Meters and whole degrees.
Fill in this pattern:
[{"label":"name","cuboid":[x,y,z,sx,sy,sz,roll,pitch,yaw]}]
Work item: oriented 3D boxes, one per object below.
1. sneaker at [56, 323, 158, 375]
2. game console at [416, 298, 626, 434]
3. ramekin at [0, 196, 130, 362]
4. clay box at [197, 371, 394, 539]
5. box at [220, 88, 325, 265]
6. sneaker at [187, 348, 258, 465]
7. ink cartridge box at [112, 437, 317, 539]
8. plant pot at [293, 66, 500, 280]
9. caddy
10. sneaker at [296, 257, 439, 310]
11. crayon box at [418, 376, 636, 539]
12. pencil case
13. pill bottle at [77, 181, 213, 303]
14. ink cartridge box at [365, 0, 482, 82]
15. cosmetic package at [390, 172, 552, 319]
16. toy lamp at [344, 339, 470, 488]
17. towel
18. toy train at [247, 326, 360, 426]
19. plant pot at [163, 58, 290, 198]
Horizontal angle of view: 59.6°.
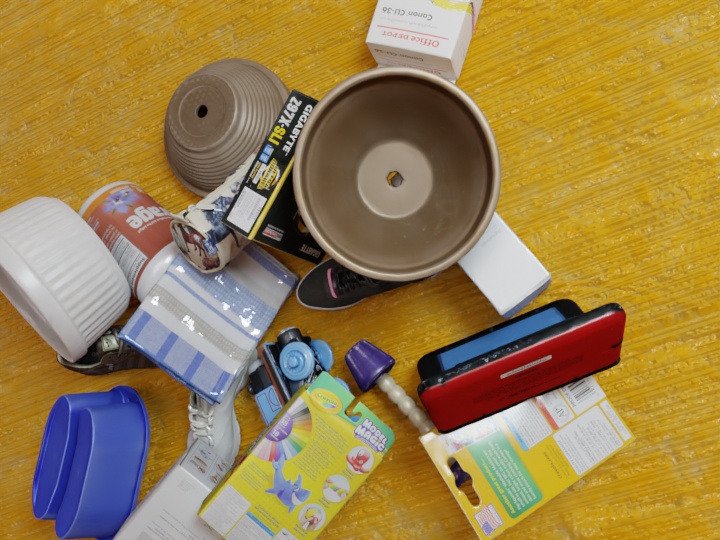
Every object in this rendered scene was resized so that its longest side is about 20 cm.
[{"label":"sneaker","cuboid":[-0.313,0.104,0.848,0.198,0.075,0.071,-19,79,13]},{"label":"game console","cuboid":[0.148,0.072,0.644,0.198,0.173,0.119,-23,55,4]},{"label":"ramekin","cuboid":[-0.380,0.004,0.782,0.200,0.201,0.105,37,59,17]},{"label":"clay box","cuboid":[-0.066,0.216,0.680,0.115,0.048,0.200,42,86,-4]},{"label":"box","cuboid":[-0.063,-0.097,0.736,0.049,0.200,0.161,28,91,18]},{"label":"sneaker","cuboid":[-0.192,0.177,0.799,0.074,0.087,0.202,9,87,15]},{"label":"ink cartridge box","cuboid":[-0.183,0.338,0.746,0.200,0.084,0.176,42,96,-5]},{"label":"plant pot","cuboid":[0.036,-0.094,0.640,0.198,0.093,0.203,0,94,2]},{"label":"caddy","cuboid":[-0.344,0.252,0.827,0.140,0.105,0.202,10,86,39]},{"label":"sneaker","cuboid":[0.000,0.000,0.759,0.198,0.099,0.071,-16,81,15]},{"label":"crayon box","cuboid":[0.175,0.182,0.682,0.199,0.052,0.126,-30,76,-10]},{"label":"pencil case","cuboid":[-0.136,-0.090,0.754,0.077,0.090,0.200,27,60,22]},{"label":"pill bottle","cuboid":[-0.272,-0.020,0.832,0.199,0.112,0.113,38,94,16]},{"label":"ink cartridge box","cuboid":[0.082,-0.317,0.789,0.115,0.067,0.202,16,88,17]},{"label":"cosmetic package","cuboid":[0.129,-0.042,0.728,0.074,0.102,0.201,-39,74,9]},{"label":"toy lamp","cuboid":[0.058,0.164,0.745,0.200,0.058,0.058,44,96,16]},{"label":"towel","cuboid":[-0.174,0.042,0.760,0.147,0.024,0.201,40,58,-16]},{"label":"toy train","cuboid":[-0.070,0.173,0.768,0.114,0.087,0.201,-32,76,16]},{"label":"plant pot","cuboid":[-0.189,-0.197,0.840,0.198,0.093,0.203,-2,83,15]}]
